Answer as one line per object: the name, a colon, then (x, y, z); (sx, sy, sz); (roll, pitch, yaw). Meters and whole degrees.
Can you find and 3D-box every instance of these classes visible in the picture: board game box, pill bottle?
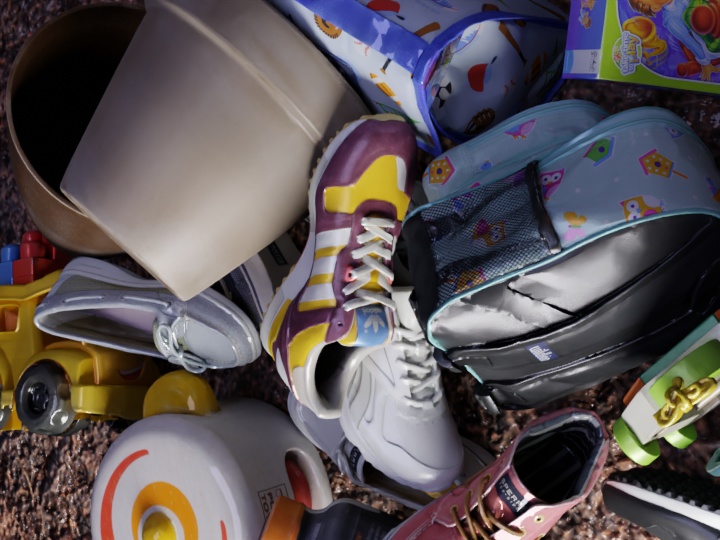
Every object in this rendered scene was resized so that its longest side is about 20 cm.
board game box: (0.203, -0.213, 0.740); (0.045, 0.132, 0.204); (-156, 70, -68)
pill bottle: (0.017, 0.231, 0.862); (0.197, 0.106, 0.108); (22, 107, 1)

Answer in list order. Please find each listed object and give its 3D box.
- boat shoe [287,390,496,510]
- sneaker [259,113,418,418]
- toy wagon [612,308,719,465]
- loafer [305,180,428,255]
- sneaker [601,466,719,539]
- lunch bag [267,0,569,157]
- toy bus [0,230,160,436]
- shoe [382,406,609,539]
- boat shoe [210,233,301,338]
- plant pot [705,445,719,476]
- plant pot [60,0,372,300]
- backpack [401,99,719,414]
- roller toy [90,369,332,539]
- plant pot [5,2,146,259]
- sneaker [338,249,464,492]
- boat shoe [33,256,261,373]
boat shoe: (0.013, 0.136, 0.927); (0.198, 0.069, 0.072); (28, 108, 29)
sneaker: (0.000, 0.000, 0.780); (0.090, 0.074, 0.202); (52, 131, 44)
toy wagon: (0.215, 0.053, 0.708); (0.155, 0.199, 0.040); (-47, 67, 26)
loafer: (-0.012, -0.061, 0.932); (0.198, 0.069, 0.071); (20, 104, 31)
sneaker: (0.241, 0.195, 0.776); (0.198, 0.070, 0.092); (16, 98, 30)
lunch bag: (0.033, -0.162, 0.818); (0.169, 0.199, 0.125); (35, 111, 26)
toy bus: (-0.274, 0.054, 1.088); (0.197, 0.135, 0.196); (-5, 80, 32)
shoe: (0.082, 0.164, 0.798); (0.072, 0.199, 0.091); (49, 154, 19)
boat shoe: (-0.086, 0.027, 0.993); (0.093, 0.074, 0.202); (-45, 61, 33)
plant pot: (0.330, 0.114, 0.651); (0.196, 0.199, 0.201); (47, 116, 13)
plant pot: (-0.109, -0.083, 0.831); (0.199, 0.200, 0.174); (38, 81, 26)
backpack: (0.143, -0.015, 0.769); (0.197, 0.176, 0.155); (-19, 53, 21)
roller toy: (-0.124, 0.201, 0.981); (0.182, 0.139, 0.202); (36, 111, 26)
plant pot: (-0.212, -0.086, 0.999); (0.200, 0.185, 0.189); (-42, 68, 59)
sneaker: (0.024, 0.055, 0.846); (0.099, 0.077, 0.202); (-47, 64, 47)
boat shoe: (-0.171, 0.044, 0.969); (0.199, 0.065, 0.075); (17, 139, 23)
